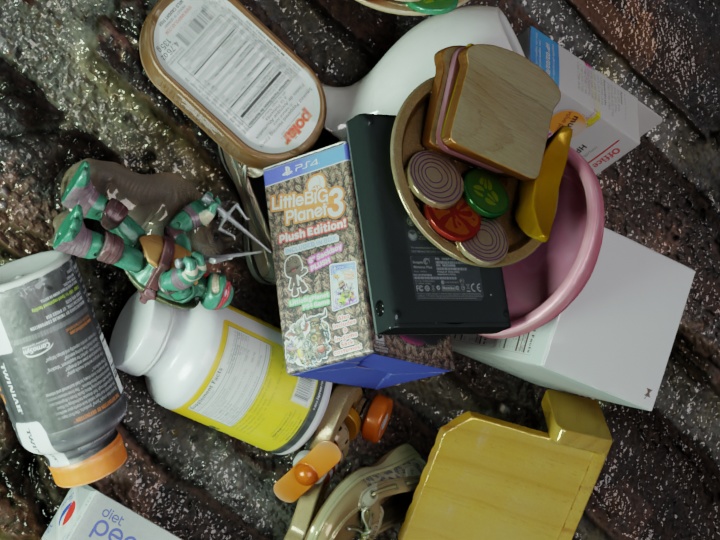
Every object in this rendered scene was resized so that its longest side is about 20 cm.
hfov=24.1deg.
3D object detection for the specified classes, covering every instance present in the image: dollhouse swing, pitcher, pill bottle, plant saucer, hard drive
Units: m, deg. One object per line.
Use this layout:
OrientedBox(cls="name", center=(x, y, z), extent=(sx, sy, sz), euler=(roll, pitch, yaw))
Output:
OrientedBox(cls="dollhouse swing", center=(0.139, 0.221, 1.743), extent=(0.174, 0.182, 0.202), euler=(19, 104, -4))
OrientedBox(cls="pitcher", center=(0.075, -0.160, 1.663), extent=(0.199, 0.122, 0.172), euler=(-25, 128, 15))
OrientedBox(cls="pill bottle", center=(-0.275, 0.092, 1.516), extent=(0.106, 0.106, 0.202), euler=(-25, 106, -25))
OrientedBox(cls="pill bottle", center=(-0.133, 0.091, 1.593), extent=(0.199, 0.112, 0.113), euler=(27, 81, -28))
OrientedBox(cls="plant saucer", center=(0.158, -0.028, 1.628), extent=(0.051, 0.200, 0.202), euler=(25, 81, -43))
OrientedBox(cls="hard drive", center=(0.063, -0.043, 1.544), extent=(0.138, 0.033, 0.202), euler=(1, 74, -33))

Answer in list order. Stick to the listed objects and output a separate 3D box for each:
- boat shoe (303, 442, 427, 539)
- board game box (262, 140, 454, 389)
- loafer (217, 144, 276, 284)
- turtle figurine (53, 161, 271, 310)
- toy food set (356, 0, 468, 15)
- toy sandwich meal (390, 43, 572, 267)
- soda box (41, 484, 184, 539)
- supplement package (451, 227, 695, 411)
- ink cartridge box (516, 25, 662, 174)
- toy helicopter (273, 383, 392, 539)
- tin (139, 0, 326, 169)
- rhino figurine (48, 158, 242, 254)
OrientedBox(cls="boat shoe", center=(0.016, 0.233, 1.667), extent=(0.200, 0.063, 0.074), euler=(-30, 152, -50))
OrientedBox(cls="board game box", center=(0.000, 0.000, 1.599), extent=(0.159, 0.096, 0.202), euler=(15, 64, -57))
OrientedBox(cls="loafer", center=(-0.087, -0.084, 1.632), extent=(0.071, 0.063, 0.202), euler=(-16, 102, -26))
OrientedBox(cls="turtle figurine", center=(-0.171, -0.016, 1.495), extent=(0.199, 0.150, 0.101), euler=(25, 107, -21))
OrientedBox(cls="toy food set", center=(0.040, -0.324, 1.635), extent=(0.197, 0.049, 0.200), euler=(-29, 67, -27))
OrientedBox(cls="toy sandwich meal", center=(0.118, -0.104, 1.530), extent=(0.203, 0.070, 0.207), euler=(9, 71, -28))
OrientedBox(cls="soda box", center=(-0.198, 0.277, 1.598), extent=(0.199, 0.063, 0.069), euler=(36, 77, -26))
OrientedBox(cls="supplement package", center=(0.207, 0.038, 1.728), extent=(0.151, 0.199, 0.152), euler=(22, 83, -29))
OrientedBox(cls="ink cartridge box", center=(0.211, -0.154, 1.756), extent=(0.199, 0.115, 0.068), euler=(28, 46, -28))
OrientedBox(cls="toy helicopter", center=(-0.042, 0.205, 1.656), extent=(0.078, 0.132, 0.202), euler=(21, 104, 10))
OrientedBox(cls="tin", center=(-0.119, -0.182, 1.587), extent=(0.200, 0.042, 0.112), euler=(42, 78, -6))
OrientedBox(cls="rhino figurine", center=(-0.196, -0.050, 1.577), extent=(0.198, 0.060, 0.088), euler=(10, 90, -31))
